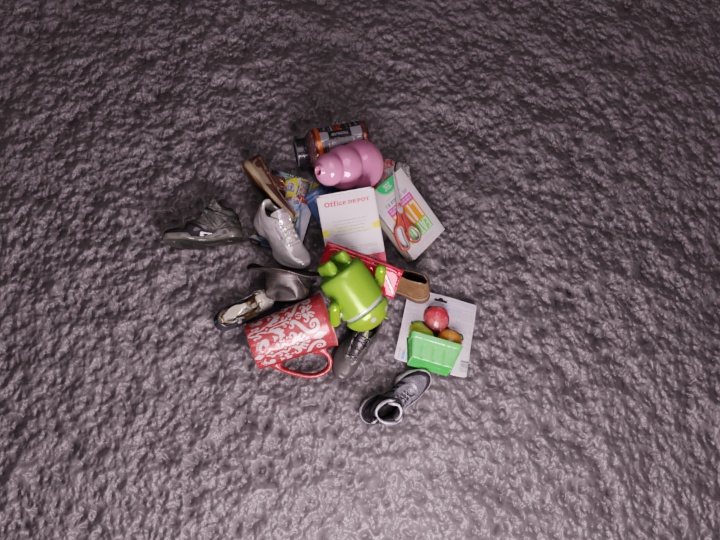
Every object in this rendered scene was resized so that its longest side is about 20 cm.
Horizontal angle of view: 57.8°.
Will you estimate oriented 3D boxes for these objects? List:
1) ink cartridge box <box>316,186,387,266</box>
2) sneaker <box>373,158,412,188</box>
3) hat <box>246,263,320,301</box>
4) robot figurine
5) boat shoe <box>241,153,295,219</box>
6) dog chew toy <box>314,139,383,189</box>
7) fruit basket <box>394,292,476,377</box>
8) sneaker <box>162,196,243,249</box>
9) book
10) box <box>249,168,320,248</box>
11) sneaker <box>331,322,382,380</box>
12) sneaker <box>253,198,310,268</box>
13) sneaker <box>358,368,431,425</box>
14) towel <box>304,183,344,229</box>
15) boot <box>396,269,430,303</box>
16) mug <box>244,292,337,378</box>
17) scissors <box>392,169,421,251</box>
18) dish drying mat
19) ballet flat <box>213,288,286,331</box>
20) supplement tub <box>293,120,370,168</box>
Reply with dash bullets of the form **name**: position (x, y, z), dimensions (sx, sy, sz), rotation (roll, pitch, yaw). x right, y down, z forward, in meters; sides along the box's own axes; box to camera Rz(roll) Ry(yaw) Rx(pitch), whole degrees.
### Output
- **ink cartridge box**: position (-0.020, -0.096, 1.604), dimensions (0.142, 0.083, 0.204), rotation (-9, 99, 0)
- **sneaker**: position (0.080, -0.200, 1.726), dimensions (0.106, 0.067, 0.205), rotation (9, 69, 0)
- **hat**: position (-0.180, 0.034, 1.575), dimensions (0.197, 0.201, 0.083), rotation (8, 92, -3)
- **robot figurine**: position (-0.014, 0.053, 1.510), dimensions (0.175, 0.115, 0.201), rotation (-38, 99, -26)
- **boat shoe**: position (-0.219, -0.216, 1.659), dimensions (0.072, 0.072, 0.201), rotation (-36, 73, -14)
- **dog chew toy**: position (-0.033, -0.257, 1.619), dimensions (0.198, 0.124, 0.126), rotation (-17, 71, -45)
- **fruit basket**: position (0.188, 0.153, 1.625), dimensions (0.182, 0.094, 0.203), rotation (15, 56, -1)
- **sneaker**: position (-0.401, -0.118, 1.647), dimensions (0.196, 0.076, 0.116), rotation (-9, 71, -12)
- **book**: position (0.114, -0.144, 1.688), dimensions (0.133, 0.048, 0.201), rotation (-42, 101, -20)
- **box**: position (-0.195, -0.151, 1.696), dimensions (0.134, 0.038, 0.203), rotation (16, 71, -1)
- **sneaker**: position (-0.007, 0.173, 1.582), dimensions (0.075, 0.091, 0.202), rotation (30, 73, -5)
- **sneaker**: position (-0.191, -0.088, 1.591), dimensions (0.074, 0.100, 0.200), rotation (-30, 69, -37)
- **sneaker**: position (0.095, 0.304, 1.532), dimensions (0.198, 0.114, 0.076), rotation (-30, 97, -12)
- **towel**: position (-0.053, -0.133, 1.677), dimensions (0.111, 0.049, 0.202), rotation (-32, 92, -13)
- **boot**: position (0.081, 0.017, 1.633), dimensions (0.197, 0.076, 0.074), rotation (15, 55, 18)
- **mug**: position (-0.160, 0.167, 1.547), dimensions (0.197, 0.134, 0.180), rotation (-19, 63, -8)
- **scissors**: position (0.095, -0.151, 1.651), dimensions (0.072, 0.014, 0.203), rotation (-23, 93, -20)
- **dish drying mat**: position (0.000, 0.000, 1.569), dimensions (0.197, 0.018, 0.078), rotation (20, 100, -6)
- **ballet flat**: position (-0.265, 0.090, 1.595), dimensions (0.197, 0.073, 0.074), rotation (-24, 76, -13)
- **supplement tub**: position (-0.076, -0.329, 1.730), dimensions (0.196, 0.107, 0.109), rotation (-13, 73, -10)
